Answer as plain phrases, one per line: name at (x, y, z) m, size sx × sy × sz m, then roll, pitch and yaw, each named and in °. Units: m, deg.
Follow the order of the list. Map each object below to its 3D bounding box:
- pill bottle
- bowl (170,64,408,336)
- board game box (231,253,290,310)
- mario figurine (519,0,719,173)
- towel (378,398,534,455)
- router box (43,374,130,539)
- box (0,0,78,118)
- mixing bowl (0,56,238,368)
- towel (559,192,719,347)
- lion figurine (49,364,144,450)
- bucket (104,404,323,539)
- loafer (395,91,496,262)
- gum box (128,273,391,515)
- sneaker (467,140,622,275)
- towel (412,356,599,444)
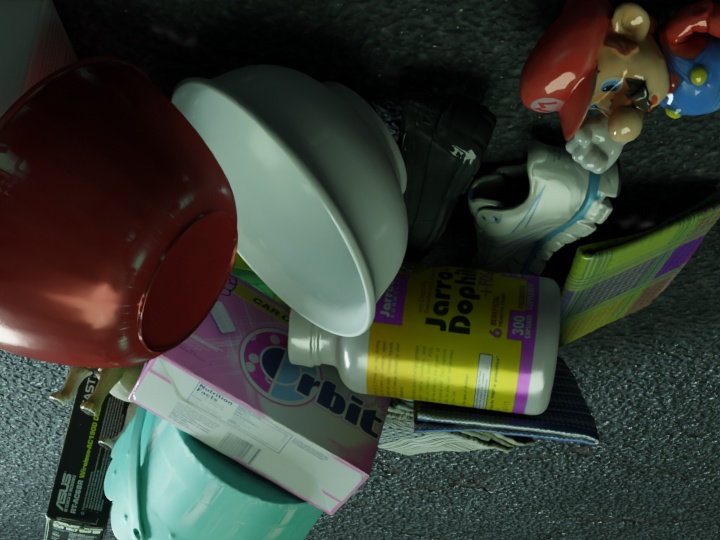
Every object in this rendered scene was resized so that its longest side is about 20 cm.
pill bottle at (0.048, 0.047, 0.799) m, size 0.197 × 0.105 × 0.105 m, roll 6°, pitch 153°, yaw 6°
bowl at (-0.032, -0.062, 0.705) m, size 0.201 × 0.090 × 0.202 m, roll 41°, pitch 156°, yaw 23°
board game box at (-0.151, -0.003, 0.909) m, size 0.197 × 0.048 × 0.102 m, roll 6°, pitch 152°, yaw -8°
mario figurine at (0.193, -0.105, 0.631) m, size 0.197 × 0.106 × 0.125 m, roll -2°, pitch 118°, yaw -9°
towel at (0.038, 0.151, 1.018) m, size 0.191 × 0.035 × 0.199 m, roll 25°, pitch 155°, yaw -32°
router box at (-0.280, 0.186, 1.104) m, size 0.061 × 0.202 × 0.150 m, roll 13°, pitch 151°, yaw -11°
box at (-0.260, -0.079, 0.709) m, size 0.150 × 0.108 × 0.201 m, roll 0°, pitch 151°, yaw 3°
mixing bowl at (-0.146, -0.016, 0.650) m, size 0.108 × 0.201 × 0.201 m, roll 28°, pitch 157°, yaw 17°
towel at (0.213, 0.009, 0.877) m, size 0.142 × 0.023 × 0.201 m, roll -22°, pitch 158°, yaw -14°
lion figurine at (-0.219, 0.102, 1.007) m, size 0.072 × 0.123 × 0.201 m, roll 9°, pitch 147°, yaw 27°
bucket at (-0.110, 0.161, 0.912) m, size 0.205 × 0.209 × 0.135 m, roll 16°, pitch 130°, yaw -25°
loafer at (0.041, -0.067, 0.769) m, size 0.070 × 0.069 × 0.201 m, roll 24°, pitch 154°, yaw 1°
gum box at (-0.078, 0.090, 0.840) m, size 0.199 × 0.114 × 0.066 m, roll 32°, pitch 129°, yaw -9°
sneaker at (0.113, -0.037, 0.819) m, size 0.086 × 0.076 × 0.200 m, roll 18°, pitch 140°, yaw -15°
towel at (0.113, 0.102, 0.876) m, size 0.143 × 0.024 × 0.200 m, roll 5°, pitch -167°, yaw 2°
